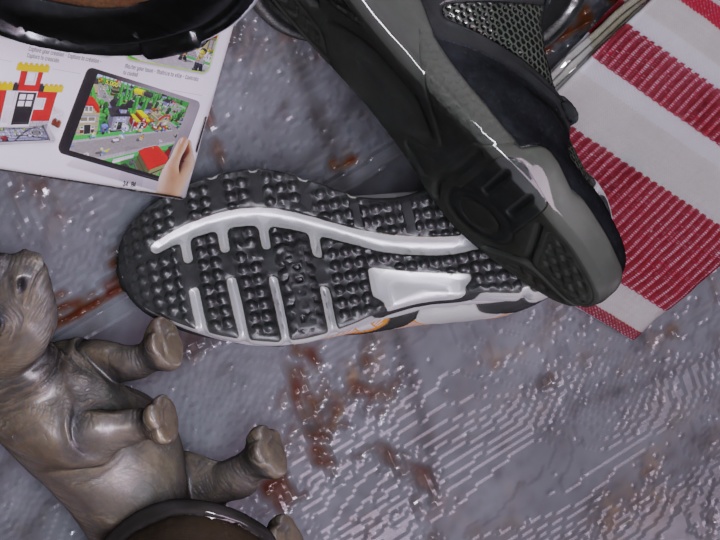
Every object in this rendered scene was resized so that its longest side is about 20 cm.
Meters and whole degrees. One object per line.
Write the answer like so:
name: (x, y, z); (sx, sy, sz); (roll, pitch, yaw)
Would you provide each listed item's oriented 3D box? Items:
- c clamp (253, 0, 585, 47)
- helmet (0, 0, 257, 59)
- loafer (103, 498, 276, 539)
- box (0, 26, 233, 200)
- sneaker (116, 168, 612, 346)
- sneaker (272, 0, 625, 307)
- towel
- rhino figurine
c clamp: (0.043, -0.166, 1.159); (0.200, 0.027, 0.171); (-2, 116, -31)
helmet: (-0.089, -0.192, 0.970); (0.200, 0.200, 0.191); (32, 53, -35)
loafer: (-0.091, 0.173, 1.143); (0.073, 0.071, 0.200); (21, 125, -17)
box: (-0.144, -0.095, 1.071); (0.200, 0.035, 0.110); (9, 105, -32)
sneaker: (0.000, 0.000, 1.164); (0.200, 0.080, 0.074); (-2, 76, -7)
sneaker: (0.057, -0.086, 1.107); (0.114, 0.076, 0.199); (-40, 94, -25)
towel: (0.141, -0.065, 1.218); (0.144, 0.023, 0.200); (31, 115, -36)
rhino figurine: (-0.109, 0.056, 1.128); (0.087, 0.060, 0.200); (-18, 129, 29)
